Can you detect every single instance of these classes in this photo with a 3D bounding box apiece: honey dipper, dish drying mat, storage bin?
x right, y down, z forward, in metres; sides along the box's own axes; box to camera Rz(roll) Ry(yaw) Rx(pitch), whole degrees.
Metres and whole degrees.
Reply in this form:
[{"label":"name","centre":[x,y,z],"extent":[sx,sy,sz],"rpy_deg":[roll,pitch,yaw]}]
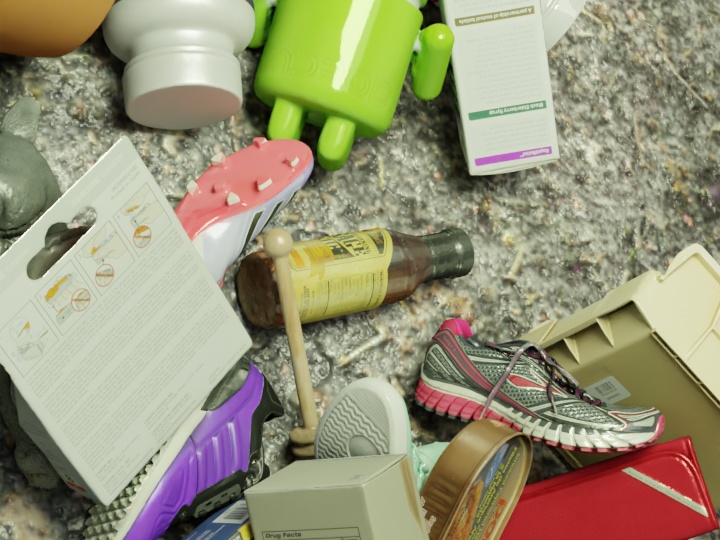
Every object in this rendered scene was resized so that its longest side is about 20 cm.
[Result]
[{"label":"honey dipper","centre":[-0.045,0.066,1.231],"extent":[0.038,0.038,0.202],"rpy_deg":[-17,103,-33]},{"label":"dish drying mat","centre":[0.172,0.194,1.280],"extent":[0.018,0.198,0.078],"rpy_deg":[10,61,-73]},{"label":"storage bin","centre":[0.243,0.099,1.327],"extent":[0.199,0.200,0.094],"rpy_deg":[47,55,-7]}]

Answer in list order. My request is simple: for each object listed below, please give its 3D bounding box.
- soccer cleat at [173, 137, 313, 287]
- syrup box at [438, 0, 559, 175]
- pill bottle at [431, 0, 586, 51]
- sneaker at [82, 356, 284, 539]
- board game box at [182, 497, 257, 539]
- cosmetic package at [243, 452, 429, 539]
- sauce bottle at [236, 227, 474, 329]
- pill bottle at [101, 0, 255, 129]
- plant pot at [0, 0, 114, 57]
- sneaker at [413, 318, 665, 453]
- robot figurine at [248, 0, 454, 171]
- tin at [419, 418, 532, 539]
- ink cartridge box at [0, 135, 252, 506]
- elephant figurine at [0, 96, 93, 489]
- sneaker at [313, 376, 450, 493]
[{"label":"soccer cleat","centre":[-0.110,-0.024,1.236],"extent":[0.066,0.077,0.200],"rpy_deg":[29,59,34]},{"label":"syrup box","centre":[0.110,-0.188,1.358],"extent":[0.081,0.079,0.202],"rpy_deg":[-8,112,2]},{"label":"pill bottle","centre":[0.098,-0.275,1.427],"extent":[0.199,0.112,0.113],"rpy_deg":[37,59,-14]},{"label":"sneaker","centre":[-0.115,0.150,1.185],"extent":[0.099,0.069,0.201],"rpy_deg":[42,60,-18]},{"label":"board game box","centre":[-0.098,0.287,1.131],"extent":[0.200,0.061,0.202],"rpy_deg":[-35,113,-49]},{"label":"cosmetic package","centre":[-0.002,0.233,1.131],"extent":[0.071,0.104,0.202],"rpy_deg":[-23,104,-57]},{"label":"sauce bottle","centre":[0.000,0.000,1.307],"extent":[0.198,0.066,0.067],"rpy_deg":[-12,79,-34]},{"label":"pill bottle","centre":[-0.141,-0.218,1.267],"extent":[0.118,0.119,0.202],"rpy_deg":[3,72,-29]},{"label":"plant pot","centre":[-0.256,-0.239,1.177],"extent":[0.139,0.199,0.202],"rpy_deg":[20,63,-40]},{"label":"sneaker","centre":[0.139,0.094,1.281],"extent":[0.198,0.081,0.075],"rpy_deg":[15,92,18]},{"label":"robot figurine","centre":[-0.015,-0.184,1.310],"extent":[0.174,0.116,0.202],"rpy_deg":[17,85,4]},{"label":"tin","centre":[0.064,0.203,1.223],"extent":[0.112,0.042,0.201],"rpy_deg":[24,93,-59]},{"label":"ink cartridge box","centre":[-0.174,0.034,1.094],"extent":[0.162,0.050,0.201],"rpy_deg":[-48,130,-24]},{"label":"elephant figurine","centre":[-0.227,0.017,1.149],"extent":[0.200,0.155,0.142],"rpy_deg":[48,13,-19]},{"label":"sneaker","centre":[0.029,0.135,1.220],"extent":[0.073,0.202,0.118],"rpy_deg":[29,47,28]}]
